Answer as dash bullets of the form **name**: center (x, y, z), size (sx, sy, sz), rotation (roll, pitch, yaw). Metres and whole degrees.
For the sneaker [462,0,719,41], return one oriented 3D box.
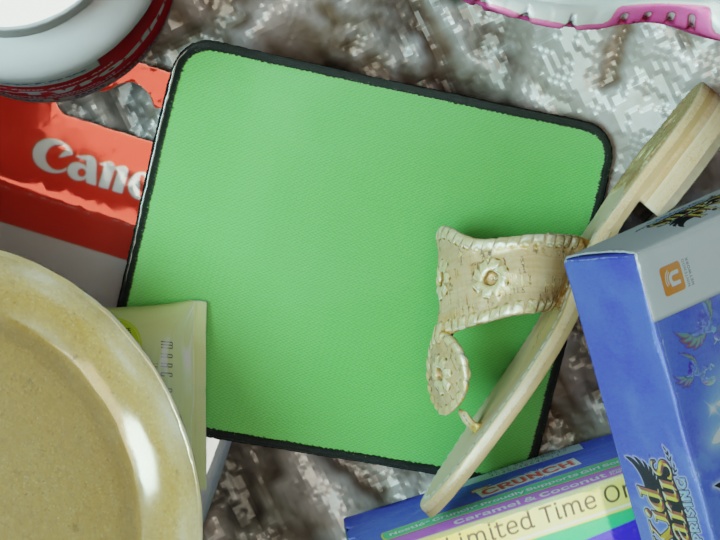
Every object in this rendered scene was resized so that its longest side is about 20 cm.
- **sneaker**: center (0.105, -0.141, 1.119), size (0.199, 0.081, 0.089), rotation (5, 98, -9)

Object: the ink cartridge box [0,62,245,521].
- **ink cartridge box**: center (-0.120, 0.011, 1.151), size (0.161, 0.050, 0.201), rotation (17, 101, -3)

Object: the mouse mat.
- **mouse mat**: center (0.000, 0.000, 1.142), size (0.199, 0.008, 0.162), rotation (11, 99, -20)

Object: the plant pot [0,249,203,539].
- **plant pot**: center (-0.152, 0.089, 1.006), size (0.199, 0.027, 0.201), rotation (8, 74, -29)

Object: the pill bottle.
- **pill bottle**: center (-0.127, -0.125, 1.047), size (0.112, 0.200, 0.113), rotation (0, 90, -2)

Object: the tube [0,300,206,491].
- **tube**: center (-0.149, 0.043, 1.067), size (0.199, 0.052, 0.058), rotation (5, 123, -29)

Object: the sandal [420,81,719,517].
- **sandal**: center (0.065, -0.004, 1.133), size (0.070, 0.078, 0.212), rotation (38, 83, -2)

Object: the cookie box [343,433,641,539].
- **cookie box**: center (0.099, 0.180, 1.159), size (0.170, 0.075, 0.201), rotation (-17, 99, -4)

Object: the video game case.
- **video game case**: center (0.184, 0.060, 1.112), size (0.181, 0.045, 0.201), rotation (-23, 101, -35)
